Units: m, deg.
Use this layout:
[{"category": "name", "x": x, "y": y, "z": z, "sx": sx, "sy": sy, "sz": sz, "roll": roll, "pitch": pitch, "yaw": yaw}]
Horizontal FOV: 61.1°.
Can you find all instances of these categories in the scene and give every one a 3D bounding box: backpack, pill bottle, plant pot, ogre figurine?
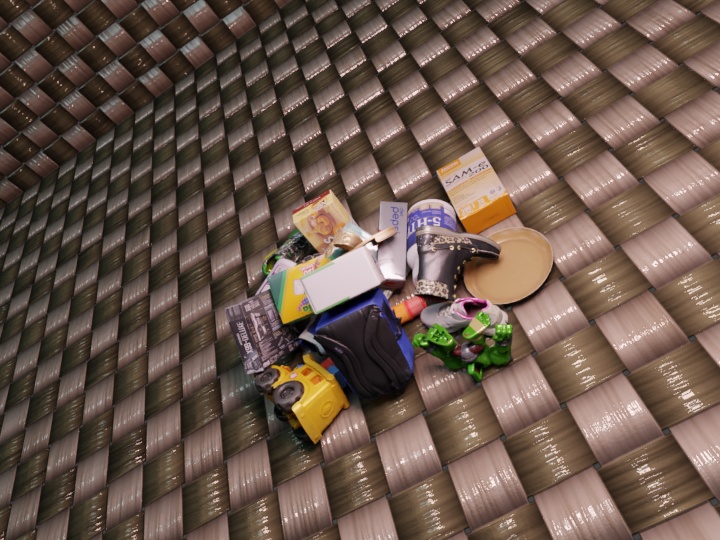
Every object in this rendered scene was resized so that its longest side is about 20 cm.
[{"category": "backpack", "x": 0.028, "y": 0.152, "z": 1.291, "sx": 0.162, "sy": 0.200, "sz": 0.168, "roll": -26, "pitch": 12, "yaw": 21}, {"category": "pill bottle", "x": 0.166, "y": -0.055, "z": 1.414, "sx": 0.119, "sy": 0.120, "sz": 0.201, "roll": -17, "pitch": 48, "yaw": 24}, {"category": "plant pot", "x": 0.322, "y": -0.007, "z": 1.330, "sx": 0.199, "sy": 0.027, "sz": 0.201, "roll": -19, "pitch": 48, "yaw": 22}, {"category": "pill bottle", "x": -0.218, "y": 0.078, "z": 1.588, "sx": 0.112, "sy": 0.112, "sz": 0.200, "roll": 14, "pitch": 65, "yaw": 42}, {"category": "ogre figurine", "x": 0.213, "y": 0.153, "z": 1.210, "sx": 0.199, "sy": 0.120, "sz": 0.098, "roll": -25, "pitch": 41, "yaw": 15}]

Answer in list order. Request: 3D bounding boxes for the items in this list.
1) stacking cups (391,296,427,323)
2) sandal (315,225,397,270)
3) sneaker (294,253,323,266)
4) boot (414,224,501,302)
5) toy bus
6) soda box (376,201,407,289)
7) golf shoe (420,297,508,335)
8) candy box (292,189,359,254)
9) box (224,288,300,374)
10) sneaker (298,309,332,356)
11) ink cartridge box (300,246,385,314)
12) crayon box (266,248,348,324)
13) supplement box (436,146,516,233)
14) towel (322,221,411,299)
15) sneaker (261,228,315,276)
[{"category": "stacking cups", "x": 0.056, "y": 0.114, "z": 1.398, "sx": 0.200, "sy": 0.061, "sz": 0.061, "roll": -31, "pitch": 44, "yaw": 11}, {"category": "sandal", "x": -0.024, "y": -0.068, "z": 1.361, "sx": 0.211, "sy": 0.070, "sz": 0.078, "roll": -26, "pitch": -2, "yaw": -16}, {"category": "sneaker", "x": -0.078, "y": 0.001, "z": 1.554, "sx": 0.199, "sy": 0.084, "sz": 0.081, "roll": -19, "pitch": 62, "yaw": -7}, {"category": "boot", "x": 0.203, "y": -0.004, "z": 1.297, "sx": 0.073, "sy": 0.203, "sz": 0.154, "roll": 153, "pitch": 126, "yaw": -64}, {"category": "toy bus", "x": -0.116, "y": 0.255, "z": 1.368, "sx": 0.192, "sy": 0.136, "sz": 0.200, "roll": -41, "pitch": 38, "yaw": -20}, {"category": "soda box", "x": 0.073, "y": -0.060, "z": 1.437, "sx": 0.068, "sy": 0.063, "sz": 0.201, "roll": 4, "pitch": 69, "yaw": 0}, {"category": "golf shoe", "x": 0.208, "y": 0.086, "z": 1.291, "sx": 0.199, "sy": 0.092, "sz": 0.076, "roll": -2, "pitch": 56, "yaw": 36}, {"category": "candy box", "x": -0.072, "y": -0.100, "z": 1.562, "sx": 0.115, "sy": 0.200, "sz": 0.055, "roll": -27, "pitch": 43, "yaw": 15}, {"category": "box", "x": -0.220, "y": 0.133, "z": 1.429, "sx": 0.050, "sy": 0.158, "sz": 0.200, "roll": -17, "pitch": 6, "yaw": 25}, {"category": "sneaker", "x": -0.102, "y": 0.130, "z": 1.484, "sx": 0.115, "sy": 0.081, "sz": 0.200, "roll": -30, "pitch": 44, "yaw": 10}, {"category": "ink cartridge box", "x": -0.031, "y": 0.020, "z": 1.280, "sx": 0.146, "sy": 0.200, "sz": 0.084, "roll": -26, "pitch": 88, "yaw": 4}, {"category": "crayon box", "x": -0.103, "y": 0.037, "z": 1.426, "sx": 0.199, "sy": 0.058, "sz": 0.119, "roll": -22, "pitch": 80, "yaw": 6}, {"category": "supplement box", "x": 0.277, "y": -0.193, "z": 1.481, "sx": 0.126, "sy": 0.074, "sz": 0.200, "roll": -29, "pitch": 44, "yaw": 12}, {"category": "towel", "x": 0.000, "y": 0.000, "z": 1.476, "sx": 0.200, "sy": 0.048, "sz": 0.171, "roll": 34, "pitch": 77, "yaw": 13}, {"category": "sneaker", "x": -0.188, "y": -0.047, "z": 1.680, "sx": 0.200, "sy": 0.078, "sz": 0.085, "roll": -41, "pitch": 12, "yaw": 10}]
